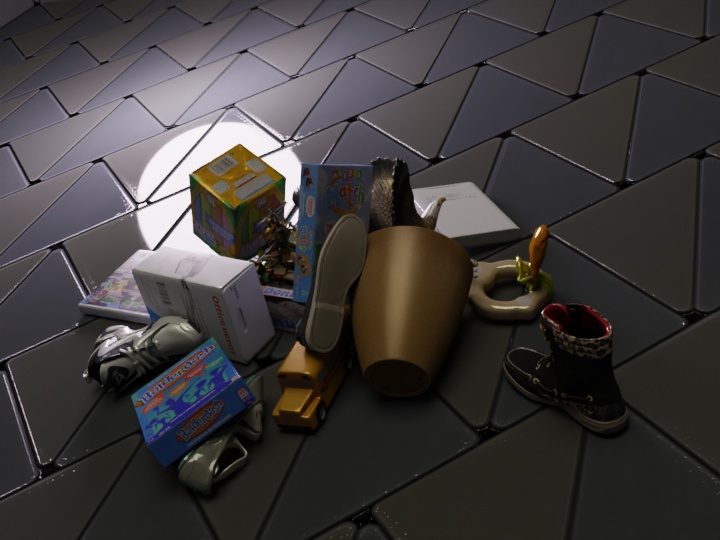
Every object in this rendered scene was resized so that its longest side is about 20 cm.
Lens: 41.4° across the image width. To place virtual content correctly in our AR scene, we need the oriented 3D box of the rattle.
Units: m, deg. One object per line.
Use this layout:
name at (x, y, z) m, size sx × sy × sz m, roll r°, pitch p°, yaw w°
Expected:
rattle at (0.186, -0.007, 1.442) m, size 0.200 × 0.143 × 0.130 m, roll 19°, pitch 64°, yaw 33°

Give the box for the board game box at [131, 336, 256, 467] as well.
board game box at (-0.239, 0.179, 1.339) m, size 0.152 × 0.045 × 0.200 m, roll -37°, pitch 21°, yaw -9°

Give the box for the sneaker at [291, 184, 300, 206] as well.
sneaker at (-0.022, -0.100, 1.615) m, size 0.200 × 0.080 × 0.074 m, roll 7°, pitch 32°, yaw -19°

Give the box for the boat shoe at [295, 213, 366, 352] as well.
boat shoe at (-0.048, 0.015, 1.341) m, size 0.063 × 0.073 × 0.200 m, roll 3°, pitch 75°, yaw 55°

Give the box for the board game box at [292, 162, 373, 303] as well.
board game box at (-0.040, -0.058, 1.419) m, size 0.037 × 0.200 × 0.151 m, roll 8°, pitch 9°, yaw 31°

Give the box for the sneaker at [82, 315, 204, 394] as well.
sneaker at (-0.347, 0.141, 1.482) m, size 0.199 × 0.080 × 0.130 m, roll -1°, pitch 36°, yaw 21°

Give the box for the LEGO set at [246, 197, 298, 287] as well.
LEGO set at (-0.126, -0.027, 1.570) m, size 0.154 × 0.116 × 0.200 m, roll -46°, pitch 48°, yaw -12°

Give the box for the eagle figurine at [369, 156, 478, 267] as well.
eagle figurine at (0.075, -0.074, 1.472) m, size 0.152 × 0.200 × 0.151 m, roll -32°, pitch 23°, yaw 39°

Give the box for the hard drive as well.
hard drive at (0.175, -0.098, 1.659) m, size 0.132 × 0.026 × 0.200 m, roll -9°, pitch 31°, yaw -15°

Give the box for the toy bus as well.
toy bus at (-0.063, 0.138, 1.370) m, size 0.065 × 0.078 × 0.200 m, roll 1°, pitch 36°, yaw 24°

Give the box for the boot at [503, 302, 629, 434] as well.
boot at (0.255, 0.107, 1.218) m, size 0.073 × 0.151 × 0.200 m, roll -29°, pitch 35°, yaw -21°

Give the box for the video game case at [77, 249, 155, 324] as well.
video game case at (-0.379, 0.029, 1.720) m, size 0.200 × 0.023 × 0.182 m, roll 7°, pitch 38°, yaw 29°

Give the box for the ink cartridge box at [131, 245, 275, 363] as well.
ink cartridge box at (-0.248, 0.051, 1.515) m, size 0.200 × 0.145 × 0.084 m, roll 11°, pitch 39°, yaw 34°

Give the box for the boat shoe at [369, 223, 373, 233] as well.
boat shoe at (0.050, -0.069, 1.573) m, size 0.200 × 0.072 × 0.072 m, roll 11°, pitch 25°, yaw -23°

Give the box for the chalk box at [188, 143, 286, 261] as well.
chalk box at (-0.219, -0.099, 1.705) m, size 0.124 × 0.200 × 0.124 m, roll 37°, pitch 56°, yaw 24°

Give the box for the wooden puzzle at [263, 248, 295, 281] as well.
wooden puzzle at (-0.058, -0.037, 1.674) m, size 0.200 × 0.037 × 0.185 m, roll 11°, pitch 41°, yaw 35°

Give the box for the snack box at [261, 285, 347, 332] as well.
snack box at (-0.103, 0.065, 1.504) m, size 0.200 × 0.072 × 0.024 m, roll 7°, pitch 40°, yaw 31°

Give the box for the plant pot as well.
plant pot at (0.062, 0.071, 1.352) m, size 0.186 × 0.187 × 0.200 m, roll -5°, pitch 47°, yaw 16°

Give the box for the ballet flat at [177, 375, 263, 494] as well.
ballet flat at (-0.172, 0.228, 1.308) m, size 0.064 × 0.067 × 0.200 m, roll 28°, pitch 47°, yaw 12°
